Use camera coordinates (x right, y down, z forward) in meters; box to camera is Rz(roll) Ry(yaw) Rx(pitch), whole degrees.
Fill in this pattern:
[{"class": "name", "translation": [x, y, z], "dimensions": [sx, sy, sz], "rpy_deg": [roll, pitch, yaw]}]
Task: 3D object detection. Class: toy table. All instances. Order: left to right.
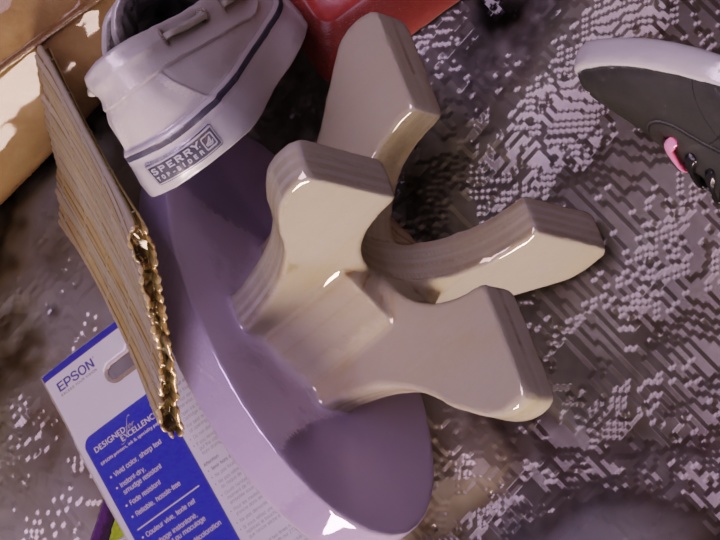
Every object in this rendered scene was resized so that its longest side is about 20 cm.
[{"class": "toy table", "translation": [0.000, 0.000, 1.153], "dimensions": [0.117, 0.183, 0.201], "rpy_deg": [-39, 69, 30]}]

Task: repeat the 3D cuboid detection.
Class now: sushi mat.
[{"class": "sushi mat", "translation": [-0.105, -0.016, 1.187], "dimensions": [0.012, 0.200, 0.096], "rpy_deg": [-12, 118, -12]}]

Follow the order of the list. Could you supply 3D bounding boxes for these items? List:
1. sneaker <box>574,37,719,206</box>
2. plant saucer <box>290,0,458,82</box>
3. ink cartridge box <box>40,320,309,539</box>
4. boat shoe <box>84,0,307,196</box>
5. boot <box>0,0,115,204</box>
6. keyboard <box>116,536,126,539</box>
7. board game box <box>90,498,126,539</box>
[{"class": "sneaker", "translation": [0.156, -0.019, 1.130], "dimensions": [0.199, 0.071, 0.100], "rpy_deg": [26, 88, 22]}, {"class": "plant saucer", "translation": [0.006, -0.213, 1.217], "dimensions": [0.199, 0.037, 0.200], "rpy_deg": [-34, 89, 16]}, {"class": "ink cartridge box", "translation": [-0.048, 0.100, 1.197], "dimensions": [0.095, 0.037, 0.200], "rpy_deg": [-36, 68, 10]}, {"class": "boat shoe", "translation": [-0.073, -0.090, 1.160], "dimensions": [0.072, 0.200, 0.066], "rpy_deg": [-32, 104, 19]}, {"class": "boot", "translation": [-0.174, -0.118, 1.265], "dimensions": [0.200, 0.066, 0.175], "rpy_deg": [-35, 110, 15]}, {"class": "keyboard", "translation": [-0.086, 0.214, 1.211], "dimensions": [0.056, 0.011, 0.201], "rpy_deg": [-27, 72, 18]}, {"class": "board game box", "translation": [-0.079, 0.187, 1.232], "dimensions": [0.120, 0.032, 0.201], "rpy_deg": [19, 90, 29]}]
